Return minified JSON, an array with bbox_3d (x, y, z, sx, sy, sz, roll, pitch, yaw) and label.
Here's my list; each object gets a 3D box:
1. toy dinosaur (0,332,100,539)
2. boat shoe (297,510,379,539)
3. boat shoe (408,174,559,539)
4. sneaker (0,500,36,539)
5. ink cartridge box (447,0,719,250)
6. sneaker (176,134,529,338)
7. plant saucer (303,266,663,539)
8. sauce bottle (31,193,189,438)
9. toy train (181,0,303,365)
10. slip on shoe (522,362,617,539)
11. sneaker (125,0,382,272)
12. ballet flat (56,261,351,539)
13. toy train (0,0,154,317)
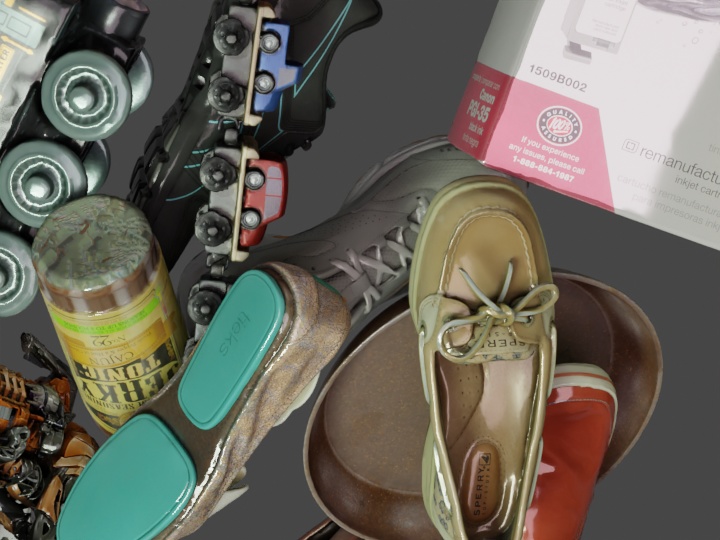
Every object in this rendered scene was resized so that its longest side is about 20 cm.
[{"bbox_3d":[-0.170,0.113,1.265,0.200,0.102,0.136,40,61,-18],"label":"toy dinosaur"},{"bbox_3d":[-0.073,0.200,1.363,0.200,0.070,0.070,-32,117,-2],"label":"boat shoe"},{"bbox_3d":[0.065,0.053,1.218,0.073,0.063,0.201,-7,113,-7],"label":"boat shoe"},{"bbox_3d":[-0.213,0.086,1.317,0.088,0.075,0.200,-23,118,-9],"label":"sneaker"},{"bbox_3d":[0.148,-0.129,1.238,0.146,0.083,0.201,19,97,-11],"label":"ink cartridge box"},{"bbox_3d":[0.000,0.000,1.284,0.200,0.092,0.076,-28,109,4],"label":"sneaker"},{"bbox_3d":[0.061,0.067,1.313,0.200,0.035,0.201,-11,133,-12],"label":"plant saucer"},{"bbox_3d":[-0.115,0.047,1.270,0.064,0.065,0.200,-15,140,0],"label":"sauce bottle"},{"bbox_3d":[-0.057,-0.039,1.217,0.046,0.034,0.201,5,102,-3],"label":"toy train"},{"bbox_3d":[0.094,0.130,1.318,0.074,0.061,0.200,1,129,-21],"label":"slip on shoe"},{"bbox_3d":[-0.060,-0.072,1.263,0.079,0.075,0.200,24,107,-15],"label":"sneaker"},{"bbox_3d":[-0.070,0.080,1.207,0.067,0.068,0.200,9,130,-49],"label":"ballet flat"},{"bbox_3d":[-0.184,-0.067,1.255,0.114,0.085,0.200,29,107,-1],"label":"toy train"}]
